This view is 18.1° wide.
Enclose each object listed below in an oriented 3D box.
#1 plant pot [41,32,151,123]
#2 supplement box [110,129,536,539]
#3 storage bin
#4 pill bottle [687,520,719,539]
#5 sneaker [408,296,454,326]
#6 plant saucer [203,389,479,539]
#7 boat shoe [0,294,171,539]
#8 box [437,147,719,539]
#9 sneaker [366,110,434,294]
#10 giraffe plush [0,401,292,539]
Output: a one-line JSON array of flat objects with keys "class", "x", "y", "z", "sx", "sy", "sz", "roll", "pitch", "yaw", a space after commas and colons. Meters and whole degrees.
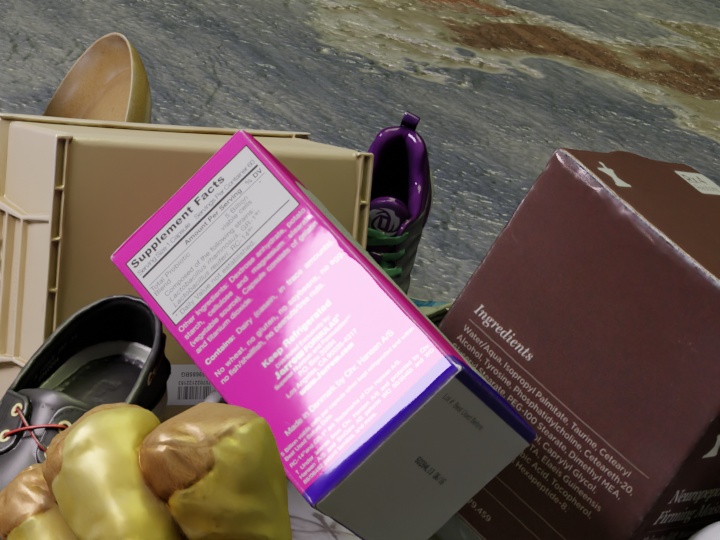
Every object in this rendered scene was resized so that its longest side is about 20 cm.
[{"class": "plant pot", "x": -0.181, "y": -0.054, "z": 1.440, "sx": 0.027, "sy": 0.200, "sz": 0.200, "roll": 23, "pitch": 15, "yaw": -25}, {"class": "supplement box", "x": -0.021, "y": 0.037, "z": 1.153, "sx": 0.200, "sy": 0.103, "sz": 0.101, "roll": 49, "pitch": 4, "yaw": 36}, {"class": "storage bin", "x": -0.106, "y": 0.017, "z": 1.296, "sx": 0.200, "sy": 0.199, "sz": 0.094, "roll": 2, "pitch": 6, "yaw": -30}, {"class": "pill bottle", "x": 0.229, "y": 0.181, "z": 1.189, "sx": 0.200, "sy": 0.112, "sz": 0.112, "roll": -4, "pitch": 27, "yaw": -40}, {"class": "sneaker", "x": 0.017, "y": 0.051, "z": 1.492, "sx": 0.200, "sy": 0.078, "sz": 0.090, "roll": 9, "pitch": -6, "yaw": 0}, {"class": "plant saucer", "x": -0.008, "y": 0.138, "z": 1.199, "sx": 0.200, "sy": 0.050, "sz": 0.200, "roll": 28, "pitch": 20, "yaw": -11}, {"class": "boat shoe", "x": -0.160, "y": 0.086, "z": 1.135, "sx": 0.074, "sy": 0.063, "sz": 0.201, "roll": 17, "pitch": 40, "yaw": 18}, {"class": "box", "x": 0.149, "y": 0.061, "z": 1.252, "sx": 0.164, "sy": 0.200, "sz": 0.166, "roll": 43, "pitch": 22, "yaw": 27}, {"class": "sneaker", "x": 0.000, "y": 0.000, "z": 1.408, "sx": 0.074, "sy": 0.200, "sz": 0.088, "roll": 11, "pitch": -21, "yaw": 1}, {"class": "giraffe plush", "x": -0.101, "y": 0.174, "z": 0.984, "sx": 0.200, "sy": 0.173, "sz": 0.162, "roll": 51, "pitch": 37, "yaw": 0}]
